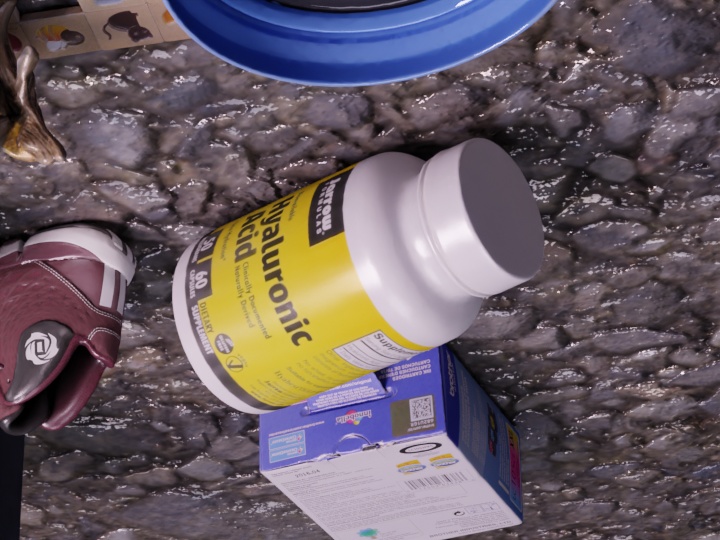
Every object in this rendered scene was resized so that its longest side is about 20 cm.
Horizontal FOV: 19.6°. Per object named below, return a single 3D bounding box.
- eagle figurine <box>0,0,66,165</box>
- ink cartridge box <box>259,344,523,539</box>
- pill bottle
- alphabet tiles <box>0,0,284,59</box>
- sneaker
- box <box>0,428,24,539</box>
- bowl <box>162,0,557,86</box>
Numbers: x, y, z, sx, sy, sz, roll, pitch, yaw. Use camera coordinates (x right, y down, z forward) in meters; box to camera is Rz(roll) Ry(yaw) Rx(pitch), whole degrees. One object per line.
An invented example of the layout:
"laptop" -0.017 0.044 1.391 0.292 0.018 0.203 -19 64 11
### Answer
"eagle figurine" -0.242 -0.051 0.980 0.198 0.152 0.152 -15 161 -12
"ink cartridge box" 0.018 0.116 1.409 0.135 0.077 0.200 -13 150 18
"pill bottle" 0.000 0.000 1.167 0.199 0.112 0.111 -24 145 32
"alphabet tiles" -0.114 -0.157 0.986 0.198 0.008 0.168 -7 150 8
"sneaker" -0.227 0.047 1.228 0.198 0.117 0.076 -15 149 21
"box" -0.323 0.136 1.349 0.198 0.149 0.105 -5 150 2
"bowl" 0.003 -0.158 0.950 0.198 0.040 0.201 -5 150 -3
